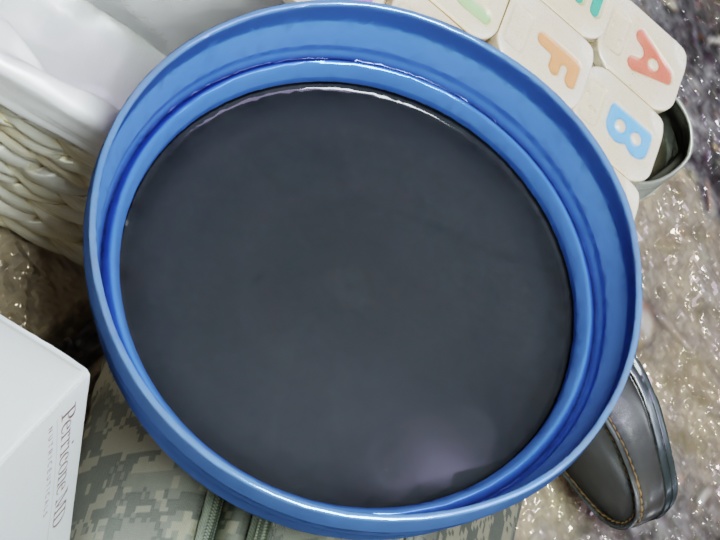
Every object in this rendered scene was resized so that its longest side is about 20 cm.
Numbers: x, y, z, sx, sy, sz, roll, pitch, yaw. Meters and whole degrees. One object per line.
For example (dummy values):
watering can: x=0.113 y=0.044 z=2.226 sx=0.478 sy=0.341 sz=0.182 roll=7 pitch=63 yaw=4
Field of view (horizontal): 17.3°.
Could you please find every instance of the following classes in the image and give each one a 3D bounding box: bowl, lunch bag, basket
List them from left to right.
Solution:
basket: x=-0.086 y=-0.080 z=0.937 sx=0.200 sy=0.123 sz=0.136 roll=30 pitch=59 yaw=-29
lunch bag: x=-0.040 y=0.109 z=0.897 sx=0.139 sy=0.167 sz=0.201 roll=62 pitch=36 yaw=-55
bowl: x=0.000 y=0.000 z=0.833 sx=0.200 sy=0.039 sz=0.201 roll=6 pitch=64 yaw=-13

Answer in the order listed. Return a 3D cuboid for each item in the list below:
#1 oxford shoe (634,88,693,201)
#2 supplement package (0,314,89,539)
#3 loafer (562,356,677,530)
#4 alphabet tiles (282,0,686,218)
oxford shoe: x=0.065 y=-0.039 z=1.013 sx=0.199 sy=0.058 sz=0.075 roll=-22 pitch=84 yaw=-31
supplement package: x=-0.194 y=0.099 z=0.769 sx=0.117 sy=0.117 sz=0.200 roll=29 pitch=49 yaw=15
loafer: x=0.067 y=0.036 z=1.059 sx=0.072 sy=0.073 sz=0.200 roll=-32 pitch=87 yaw=-36
alphabet tiles: x=0.056 y=-0.103 z=0.968 sx=0.195 sy=0.015 sz=0.201 roll=38 pitch=54 yaw=-23
